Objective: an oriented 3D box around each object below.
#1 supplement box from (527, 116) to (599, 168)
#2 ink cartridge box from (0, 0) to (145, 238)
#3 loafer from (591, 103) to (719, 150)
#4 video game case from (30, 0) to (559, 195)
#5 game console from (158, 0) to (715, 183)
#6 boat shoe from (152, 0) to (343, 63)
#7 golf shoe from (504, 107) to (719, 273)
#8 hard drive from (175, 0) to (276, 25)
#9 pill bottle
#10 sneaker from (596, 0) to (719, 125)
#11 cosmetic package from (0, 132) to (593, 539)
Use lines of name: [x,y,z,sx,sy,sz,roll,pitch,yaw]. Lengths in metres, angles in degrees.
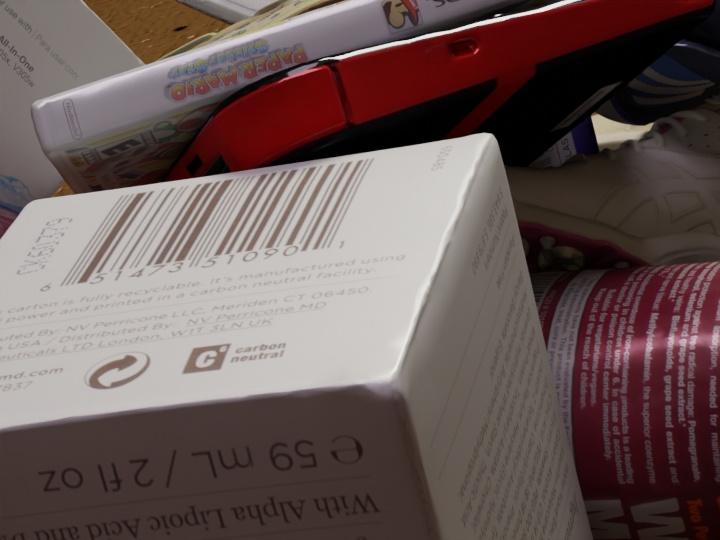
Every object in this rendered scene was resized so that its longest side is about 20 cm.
supplement box: [0.000,0.000,1.098,0.199,0.102,0.103,-21,24,-13]
ink cartridge box: [-0.199,-0.037,1.052,0.145,0.087,0.201,9,61,57]
loafer: [0.150,-0.044,1.131,0.199,0.076,0.068,10,40,46]
video game case: [-0.018,-0.058,0.952,0.181,0.023,0.200,-18,-10,-1]
game console: [0.014,-0.050,0.927,0.176,0.031,0.200,-20,-7,-21]
boat shoe: [-0.025,-0.083,1.078,0.199,0.074,0.063,-15,25,8]
golf shoe: [0.109,-0.023,0.994,0.199,0.092,0.075,13,-22,-30]
hard drive: [0.002,-0.107,1.247,0.199,0.026,0.132,23,3,14]
pill bottle: [0.129,0.051,0.894,0.199,0.110,0.110,-4,26,26]
sneaker: [0.157,-0.095,1.009,0.145,0.081,0.200,13,-9,22]
cosmetic package: [-0.026,0.090,0.793,0.164,0.201,0.165,-8,24,17]
